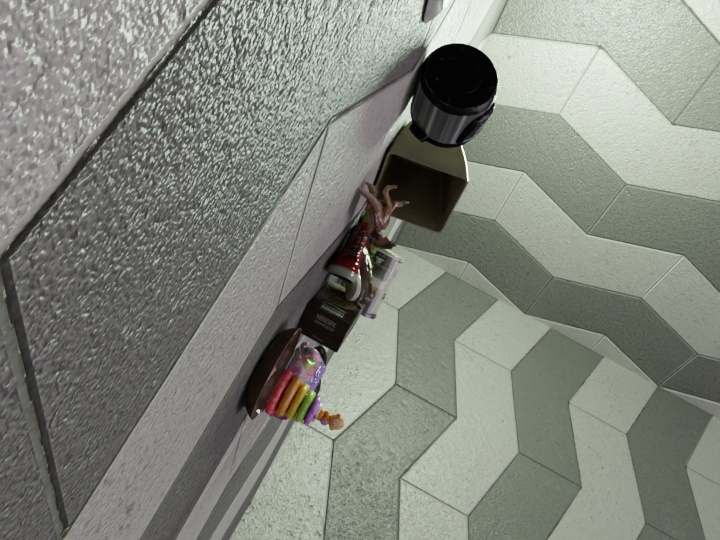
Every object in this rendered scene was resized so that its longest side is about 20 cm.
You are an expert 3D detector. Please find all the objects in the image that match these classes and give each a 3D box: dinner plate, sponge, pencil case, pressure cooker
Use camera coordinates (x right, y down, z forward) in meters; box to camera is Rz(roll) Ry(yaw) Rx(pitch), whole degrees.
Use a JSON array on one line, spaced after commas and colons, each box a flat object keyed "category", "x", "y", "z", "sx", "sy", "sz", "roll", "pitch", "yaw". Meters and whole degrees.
[{"category": "dinner plate", "x": 0.159, "y": -0.507, "z": 1.067, "sx": 0.202, "sy": 0.024, "sz": 0.200, "roll": -62, "pitch": 175, "yaw": -9}, {"category": "sponge", "x": -0.171, "y": 0.318, "z": 1.725, "sx": 0.110, "sy": 0.030, "sz": 0.200, "roll": -19, "pitch": -166, "yaw": 21}, {"category": "pencil case", "x": -0.167, "y": 0.278, "z": 1.617, "sx": 0.201, "sy": 0.087, "sz": 0.088, "roll": -60, "pitch": 176, "yaw": -42}, {"category": "pressure cooker", "x": 0.200, "y": -0.372, "z": 1.406, "sx": 0.200, "sy": 0.173, "sz": 0.181, "roll": 109, "pitch": -15, "yaw": -70}]

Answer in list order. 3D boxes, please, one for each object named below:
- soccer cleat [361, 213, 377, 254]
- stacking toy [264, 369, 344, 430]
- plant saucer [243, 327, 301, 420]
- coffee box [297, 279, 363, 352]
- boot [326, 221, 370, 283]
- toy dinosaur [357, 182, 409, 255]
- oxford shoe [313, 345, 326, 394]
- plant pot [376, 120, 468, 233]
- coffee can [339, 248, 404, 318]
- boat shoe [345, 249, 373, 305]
[{"category": "soccer cleat", "x": 0.025, "y": -0.103, "z": 1.722, "sx": 0.201, "sy": 0.067, "sz": 0.082, "roll": 108, "pitch": -2, "yaw": -64}, {"category": "stacking toy", "x": -0.126, "y": 0.302, "z": 1.431, "sx": 0.117, "sy": 0.198, "sz": 0.110, "roll": -62, "pitch": 176, "yaw": 14}, {"category": "plant saucer", "x": -0.178, "y": 0.197, "z": 1.268, "sx": 0.202, "sy": 0.034, "sz": 0.200, "roll": -63, "pitch": 176, "yaw": -8}, {"category": "coffee box", "x": -0.066, "y": 0.107, "z": 1.553, "sx": 0.081, "sy": 0.112, "sz": 0.200, "roll": -63, "pitch": 177, "yaw": 19}, {"category": "boot", "x": -0.018, "y": -0.048, "z": 1.489, "sx": 0.146, "sy": 0.072, "sz": 0.200, "roll": -63, "pitch": -176, "yaw": 3}, {"category": "toy dinosaur", "x": 0.039, "y": -0.110, "z": 1.391, "sx": 0.200, "sy": 0.085, "sz": 0.137, "roll": 41, "pitch": 64, "yaw": -71}, {"category": "oxford shoe", "x": -0.161, "y": 0.319, "z": 1.875, "sx": 0.084, "sy": 0.073, "sz": 0.202, "roll": -16, "pitch": -141, "yaw": 34}, {"category": "plant pot", "x": 0.153, "y": -0.248, "z": 1.584, "sx": 0.201, "sy": 0.197, "sz": 0.179, "roll": 113, "pitch": -4, "yaw": -52}, {"category": "coffee can", "x": 0.025, "y": 0.023, "z": 1.933, "sx": 0.202, "sy": 0.145, "sz": 0.146, "roll": -63, "pitch": 176, "yaw": 5}, {"category": "boat shoe", "x": 0.000, "y": 0.000, "z": 1.613, "sx": 0.072, "sy": 0.059, "sz": 0.202, "roll": -46, "pitch": -148, "yaw": 37}]
